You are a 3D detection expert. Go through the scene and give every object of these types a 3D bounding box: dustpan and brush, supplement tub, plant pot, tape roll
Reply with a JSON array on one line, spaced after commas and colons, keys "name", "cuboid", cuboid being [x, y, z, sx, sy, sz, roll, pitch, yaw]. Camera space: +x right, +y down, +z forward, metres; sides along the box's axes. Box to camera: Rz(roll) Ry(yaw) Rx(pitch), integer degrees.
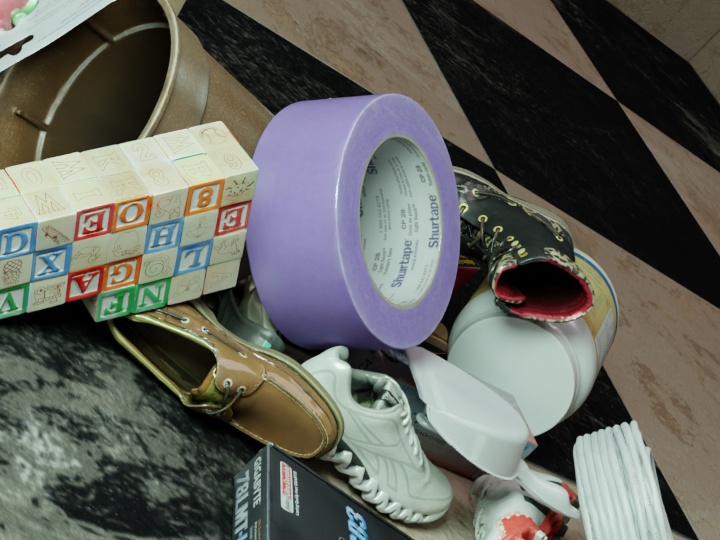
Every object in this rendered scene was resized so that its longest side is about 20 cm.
[{"name": "dustpan and brush", "cuboid": [0.110, 0.143, 1.487, 0.200, 0.057, 0.140, 28, 15, -15]}, {"name": "supplement tub", "cuboid": [0.165, 0.067, 1.753, 0.145, 0.145, 0.200, 44, 26, 0]}, {"name": "plant pot", "cuboid": [-0.158, -0.092, 1.425, 0.198, 0.200, 0.200, 36, 20, -45]}, {"name": "tape roll", "cuboid": [-0.003, -0.037, 1.431, 0.200, 0.085, 0.200, 8, 81, -59]}]

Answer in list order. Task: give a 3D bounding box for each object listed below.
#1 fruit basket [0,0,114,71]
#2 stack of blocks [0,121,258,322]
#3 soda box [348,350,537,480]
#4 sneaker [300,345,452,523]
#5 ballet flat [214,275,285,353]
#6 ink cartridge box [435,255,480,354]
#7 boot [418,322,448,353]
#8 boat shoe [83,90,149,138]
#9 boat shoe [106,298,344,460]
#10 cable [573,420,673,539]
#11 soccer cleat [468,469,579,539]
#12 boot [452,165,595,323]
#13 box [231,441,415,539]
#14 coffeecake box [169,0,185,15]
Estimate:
[{"name": "fruit basket", "cuboid": [-0.295, -0.221, 1.425, 0.200, 0.185, 0.094, 59, 2, 33]}, {"name": "stack of blocks", "cuboid": [-0.178, -0.025, 1.276, 0.200, 0.115, 0.059, -15, 49, -31]}, {"name": "soda box", "cuboid": [0.062, 0.120, 1.585, 0.200, 0.064, 0.068, 28, 26, -39]}, {"name": "sneaker", "cuboid": [0.015, 0.132, 1.438, 0.200, 0.081, 0.075, 40, 18, -34]}, {"name": "ballet flat", "cuboid": [-0.083, 0.025, 1.485, 0.068, 0.068, 0.200, 33, 22, -24]}, {"name": "ink cartridge box", "cuboid": [0.023, -0.009, 1.732, 0.176, 0.084, 0.200, 51, 21, 18]}, {"name": "boot", "cuboid": [0.000, 0.000, 1.560, 0.200, 0.076, 0.074, 33, -13, -1]}, {"name": "boat shoe", "cuboid": [-0.195, -0.119, 1.568, 0.200, 0.071, 0.091, 32, 20, -43]}, {"name": "boat shoe", "cuboid": [-0.105, 0.083, 1.345, 0.200, 0.072, 0.068, 34, 24, 1]}, {"name": "cable", "cuboid": [0.233, 0.231, 1.562, 0.200, 0.069, 0.200, -76, 151, -71]}, {"name": "soccer cleat", "cuboid": [0.121, 0.211, 1.527, 0.085, 0.069, 0.200, 29, 21, 16]}, {"name": "boot", "cuboid": [0.117, -0.024, 1.646, 0.200, 0.073, 0.151, 21, 20, -17]}, {"name": "box", "cuboid": [-0.001, 0.237, 1.260, 0.198, 0.050, 0.200, 37, 21, -20]}, {"name": "coffeecake box", "cuboid": [-0.248, -0.268, 1.544, 0.200, 0.154, 0.073, 29, 3, 4]}]
